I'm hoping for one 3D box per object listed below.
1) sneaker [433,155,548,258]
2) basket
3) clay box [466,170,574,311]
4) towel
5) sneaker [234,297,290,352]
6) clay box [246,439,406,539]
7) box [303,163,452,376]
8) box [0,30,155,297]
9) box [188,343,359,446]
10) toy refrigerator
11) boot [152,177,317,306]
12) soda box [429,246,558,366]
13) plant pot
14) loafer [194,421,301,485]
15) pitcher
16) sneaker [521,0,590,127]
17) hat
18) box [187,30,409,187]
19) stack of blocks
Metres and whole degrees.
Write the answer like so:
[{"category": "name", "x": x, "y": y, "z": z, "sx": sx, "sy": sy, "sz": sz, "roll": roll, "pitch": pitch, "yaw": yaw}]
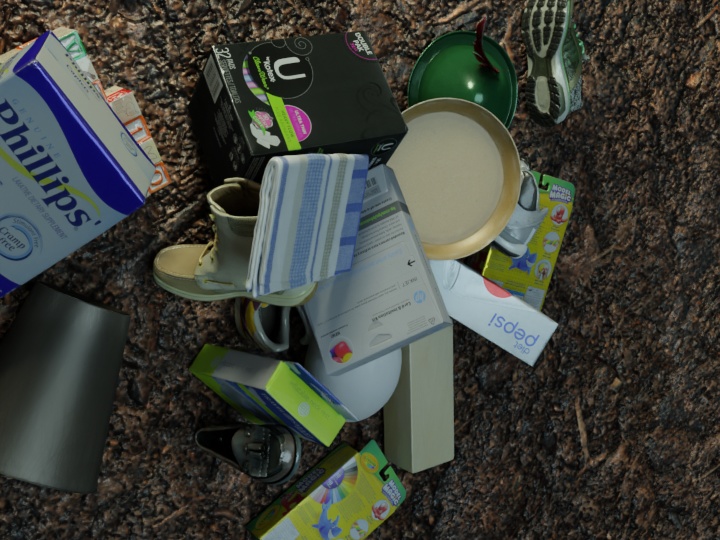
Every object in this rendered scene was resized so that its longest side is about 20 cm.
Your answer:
[{"category": "sneaker", "x": 0.159, "y": -0.116, "z": 1.620, "sx": 0.200, "sy": 0.075, "sz": 0.116, "roll": 37, "pitch": 91, "yaw": -9}, {"category": "basket", "x": -0.341, "y": 0.125, "z": 1.388, "sx": 0.180, "sy": 0.136, "sz": 0.201, "roll": 23, "pitch": 87, "yaw": -27}, {"category": "clay box", "x": 0.214, "y": -0.036, "z": 1.707, "sx": 0.114, "sy": 0.048, "sz": 0.201, "roll": 14, "pitch": 94, "yaw": -30}, {"category": "towel", "x": -0.054, "y": -0.054, "z": 1.337, "sx": 0.200, "sy": 0.024, "sz": 0.148, "roll": -13, "pitch": 116, "yaw": -61}, {"category": "sneaker", "x": -0.118, "y": 0.000, "z": 1.506, "sx": 0.075, "sy": 0.090, "sz": 0.201, "roll": -20, "pitch": 112, "yaw": -24}, {"category": "clay box", "x": -0.041, "y": 0.320, "z": 1.658, "sx": 0.200, "sy": 0.048, "sz": 0.115, "roll": -39, "pitch": 118, "yaw": -18}, {"category": "box", "x": 0.000, "y": 0.000, "z": 1.451, "sx": 0.041, "sy": 0.155, "sz": 0.201, "roll": 18, "pitch": 49, "yaw": -67}, {"category": "box", "x": -0.345, "y": -0.107, "z": 1.284, "sx": 0.199, "sy": 0.105, "sz": 0.184, "roll": -32, "pitch": 112, "yaw": 11}, {"category": "box", "x": -0.105, "y": 0.147, "z": 1.485, "sx": 0.122, "sy": 0.199, "sz": 0.048, "roll": 45, "pitch": 68, "yaw": -30}, {"category": "toy refrigerator", "x": 0.075, "y": 0.159, "z": 1.675, "sx": 0.076, "sy": 0.070, "sz": 0.202, "roll": -13, "pitch": 110, "yaw": -34}, {"category": "boot", "x": -0.154, "y": -0.034, "z": 1.397, "sx": 0.155, "sy": 0.199, "sz": 0.072, "roll": 76, "pitch": 26, "yaw": -49}, {"category": "soda box", "x": 0.154, "y": 0.043, "z": 1.629, "sx": 0.199, "sy": 0.063, "sz": 0.069, "roll": 32, "pitch": 93, "yaw": -8}, {"category": "plant pot", "x": 0.102, "y": -0.114, "z": 1.554, "sx": 0.198, "sy": 0.027, "sz": 0.202, "roll": -2, "pitch": 100, "yaw": -12}, {"category": "loafer", "x": -0.137, "y": 0.214, "z": 1.488, "sx": 0.063, "sy": 0.200, "sz": 0.072, "roll": 10, "pitch": 83, "yaw": -28}, {"category": "pitcher", "x": -0.025, "y": 0.081, "z": 1.558, "sx": 0.121, "sy": 0.171, "sz": 0.201, "roll": -49, "pitch": 159, "yaw": -47}, {"category": "sneaker", "x": 0.270, "y": -0.297, "z": 1.679, "sx": 0.088, "sy": 0.077, "sz": 0.201, "roll": -17, "pitch": 116, "yaw": -39}, {"category": "hat", "x": 0.165, "y": -0.215, "z": 1.565, "sx": 0.199, "sy": 0.176, "sz": 0.167, "roll": 10, "pitch": 97, "yaw": -31}, {"category": "box", "x": -0.074, "y": -0.174, "z": 1.435, "sx": 0.199, "sy": 0.124, "sz": 0.149, "roll": -11, "pitch": 68, "yaw": -28}, {"category": "stack of blocks", "x": -0.304, "y": -0.162, "z": 1.375, "sx": 0.115, "sy": 0.058, "sz": 0.201, "roll": -31, "pitch": 116, "yaw": -20}]
